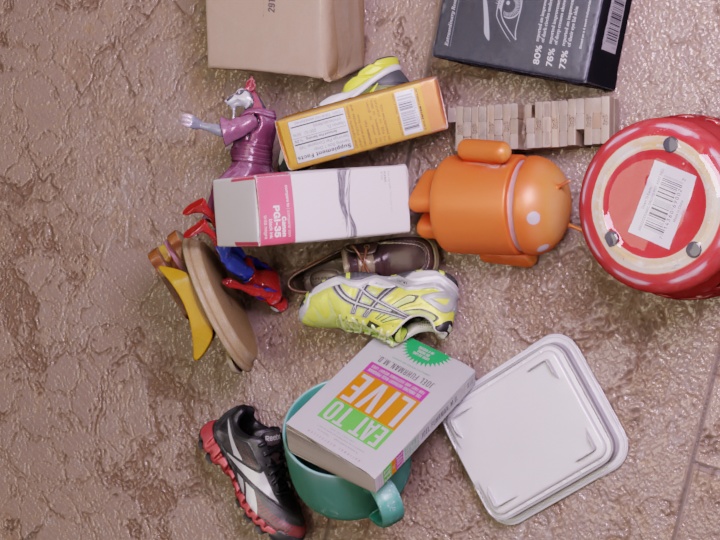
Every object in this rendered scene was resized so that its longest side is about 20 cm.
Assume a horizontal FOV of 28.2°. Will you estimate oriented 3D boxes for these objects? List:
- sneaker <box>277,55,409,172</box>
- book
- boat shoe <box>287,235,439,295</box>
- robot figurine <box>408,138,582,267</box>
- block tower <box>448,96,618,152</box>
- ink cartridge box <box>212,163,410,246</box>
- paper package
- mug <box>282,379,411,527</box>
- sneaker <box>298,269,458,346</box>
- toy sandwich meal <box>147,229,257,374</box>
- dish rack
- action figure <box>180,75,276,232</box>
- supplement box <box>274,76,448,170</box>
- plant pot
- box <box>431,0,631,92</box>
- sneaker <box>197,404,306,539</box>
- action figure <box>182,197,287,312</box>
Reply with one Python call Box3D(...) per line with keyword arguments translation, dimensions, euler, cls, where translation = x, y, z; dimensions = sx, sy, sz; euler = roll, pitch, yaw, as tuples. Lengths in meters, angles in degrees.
Box3D(translation=(-0.015, -0.173, 1.750), dimensions=(0.200, 0.074, 0.085), euler=(-41, 79, 9), cls="sneaker")
Box3D(translation=(0.026, 0.160, 1.673), dimensions=(0.133, 0.200, 0.048), euler=(24, 139, 29), cls="book")
Box3D(translation=(0.000, 0.000, 1.758), dimensions=(0.198, 0.072, 0.073), euler=(-8, 87, 28), cls="boat shoe")
Box3D(translation=(0.156, -0.077, 1.647), dimensions=(0.198, 0.116, 0.146), euler=(3, 93, 28), cls="robot figurine")
Box3D(translation=(0.201, -0.166, 1.657), dimensions=(0.198, 0.054, 0.059), euler=(1, 91, 29), cls="block tower")
Box3D(translation=(-0.057, -0.076, 1.692), dimensions=(0.146, 0.197, 0.084), euler=(1, 96, 64), cls="ink cartridge box")
Box3D(translation=(-0.095, -0.345, 1.765), dimensions=(0.188, 0.103, 0.203), euler=(9, 109, 29), cls="paper package")
Box3D(translation=(-0.015, 0.235, 1.714), dimensions=(0.150, 0.186, 0.115), euler=(-1, 135, 8), cls="mug")
Box3D(translation=(0.019, 0.049, 1.716), dimensions=(0.197, 0.076, 0.077), euler=(-8, 59, 14), cls="sneaker")
Box3D(translation=(-0.199, 0.044, 1.801), dimensions=(0.070, 0.205, 0.207), euler=(-25, 78, 4), cls="toy sandwich meal")
Box3D(translation=(0.195, 0.189, 1.673), dimensions=(0.199, 0.043, 0.173), euler=(-35, 75, 25), cls="dish rack")
Box3D(translation=(-0.136, -0.142, 1.796), dimensions=(0.147, 0.134, 0.203), euler=(9, 98, 27), cls="action figure")
Box3D(translation=(0.002, -0.174, 1.689), dimensions=(0.197, 0.067, 0.070), euler=(-13, 97, 4), cls="supplement box")
Box3D(translation=(0.334, -0.069, 1.518), dimensions=(0.198, 0.182, 0.204), euler=(0, 90, 30), cls="plant pot")
Box3D(translation=(0.198, -0.296, 1.628), dimensions=(0.198, 0.104, 0.150), euler=(16, 99, 28), cls="box")
Box3D(translation=(-0.124, 0.256, 1.830), dimensions=(0.098, 0.071, 0.201), euler=(-45, 69, 24), cls="sneaker")
Box3D(translation=(-0.151, -0.007, 1.788), dimensions=(0.051, 0.200, 0.066), euler=(-33, 40, 16), cls="action figure")
